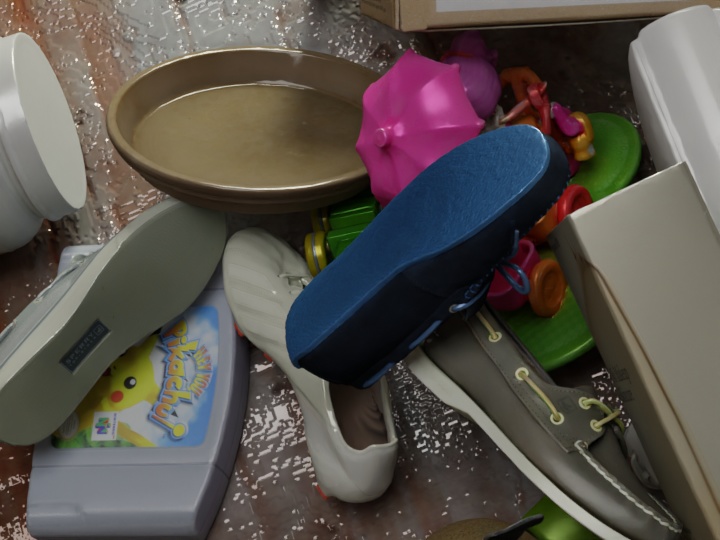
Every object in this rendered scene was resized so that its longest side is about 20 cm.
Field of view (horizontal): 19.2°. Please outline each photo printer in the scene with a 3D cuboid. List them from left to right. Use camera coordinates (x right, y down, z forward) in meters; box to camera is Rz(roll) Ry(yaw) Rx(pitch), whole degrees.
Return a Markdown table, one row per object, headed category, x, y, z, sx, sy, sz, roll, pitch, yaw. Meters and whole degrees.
| category | x | y | z | sx | sy | sz | roll | pitch | yaw |
| --- | --- | --- | --- | --- | --- | --- | --- | --- | --- |
| photo printer | 0.220 | -0.032 | 1.227 | 0.069 | 0.166 | 0.201 | -21 | 69 | 5 |

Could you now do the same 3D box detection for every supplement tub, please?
| category | x | y | z | sx | sy | sz | roll | pitch | yaw |
| --- | --- | --- | --- | --- | --- | --- | --- | --- | --- |
| supplement tub | -0.296 | -0.068 | 1.408 | 0.199 | 0.146 | 0.146 | -18 | 62 | 7 |

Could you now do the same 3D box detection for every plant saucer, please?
| category | x | y | z | sx | sy | sz | roll | pitch | yaw |
| --- | --- | --- | --- | --- | --- | --- | --- | --- | --- |
| plant saucer | -0.064 | -0.089 | 1.364 | 0.198 | 0.030 | 0.201 | 1 | 31 | -1 |

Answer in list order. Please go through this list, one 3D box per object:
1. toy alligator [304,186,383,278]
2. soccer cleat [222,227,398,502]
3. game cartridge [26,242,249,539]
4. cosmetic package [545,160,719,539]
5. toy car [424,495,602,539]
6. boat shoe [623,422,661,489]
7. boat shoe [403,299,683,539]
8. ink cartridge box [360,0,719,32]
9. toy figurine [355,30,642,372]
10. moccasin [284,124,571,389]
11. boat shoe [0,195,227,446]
| category | x | y | z | sx | sy | sz | roll | pitch | yaw |
| --- | --- | --- | --- | --- | --- | --- | --- | --- | --- |
| toy alligator | 0.000 | 0.000 | 1.315 | 0.059 | 0.055 | 0.201 | -11 | 32 | 12 |
| soccer cleat | -0.025 | 0.048 | 1.309 | 0.069 | 0.078 | 0.201 | -11 | 61 | -29 |
| game cartridge | -0.138 | 0.074 | 1.361 | 0.132 | 0.041 | 0.201 | -1 | 66 | 11 |
| cosmetic package | 0.176 | 0.052 | 1.131 | 0.073 | 0.104 | 0.201 | -25 | 84 | -4 |
| toy car | 0.078 | 0.195 | 1.149 | 0.164 | 0.200 | 0.158 | -42 | 62 | -6 |
| boat shoe | 0.185 | 0.097 | 1.240 | 0.065 | 0.072 | 0.201 | -21 | 66 | 21 |
| boat shoe | 0.107 | 0.085 | 1.174 | 0.060 | 0.072 | 0.202 | -51 | 57 | 4 |
| ink cartridge box | 0.105 | -0.188 | 1.272 | 0.198 | 0.165 | 0.076 | -3 | 99 | -7 |
| toy figurine | 0.077 | -0.069 | 1.262 | 0.149 | 0.184 | 0.201 | 4 | 57 | 39 |
| moccasin | 0.044 | -0.007 | 1.173 | 0.200 | 0.068 | 0.081 | -36 | 37 | 30 |
| boat shoe | -0.171 | 0.020 | 1.336 | 0.201 | 0.070 | 0.071 | -46 | 38 | -9 |
